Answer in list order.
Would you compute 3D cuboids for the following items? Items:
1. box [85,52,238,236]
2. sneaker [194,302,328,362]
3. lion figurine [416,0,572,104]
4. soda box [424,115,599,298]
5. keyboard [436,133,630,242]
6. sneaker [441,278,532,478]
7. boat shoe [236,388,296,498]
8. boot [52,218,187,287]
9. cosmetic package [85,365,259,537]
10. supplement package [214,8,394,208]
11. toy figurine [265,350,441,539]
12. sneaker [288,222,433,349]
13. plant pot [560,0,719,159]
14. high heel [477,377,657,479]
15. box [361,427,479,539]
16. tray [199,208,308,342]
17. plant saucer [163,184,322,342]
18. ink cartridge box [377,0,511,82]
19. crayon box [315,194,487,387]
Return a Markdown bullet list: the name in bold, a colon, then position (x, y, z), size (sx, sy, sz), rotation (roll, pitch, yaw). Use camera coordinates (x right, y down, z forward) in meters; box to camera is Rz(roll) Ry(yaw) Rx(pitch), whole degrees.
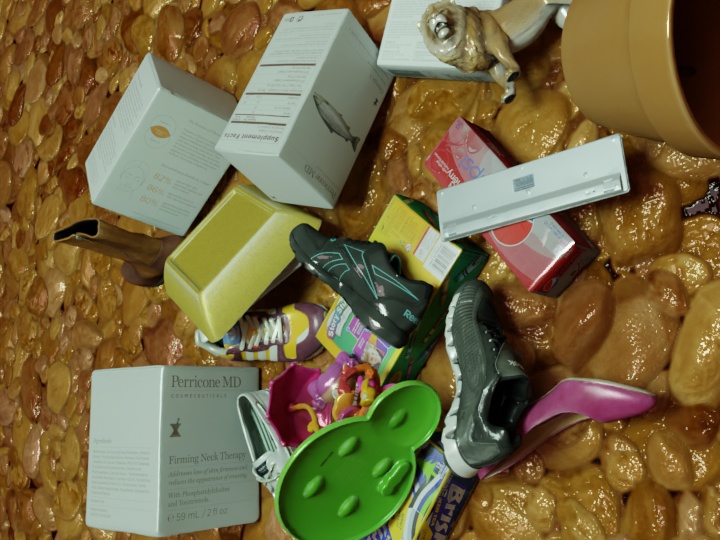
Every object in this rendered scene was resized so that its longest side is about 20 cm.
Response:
- **box**: position (-0.279, -0.176, 1.139), size (0.201, 0.151, 0.107), rotation (-51, 41, 21)
- **sneaker**: position (-0.127, 0.084, 1.018), size (0.198, 0.089, 0.076), rotation (-17, 73, 39)
- **lion figurine**: position (0.165, -0.255, 0.809), size (0.198, 0.073, 0.124), rotation (-26, 67, 0)
- **soda box**: position (0.152, -0.068, 0.822), size (0.070, 0.063, 0.201), rotation (-50, 56, 23)
- **keyboard**: position (0.161, -0.077, 0.771), size (0.198, 0.011, 0.057), rotation (-15, 67, 34)
- **sneaker**: position (0.129, 0.095, 0.768), size (0.090, 0.066, 0.203), rotation (-28, 46, 46)
- **boat shoe**: position (-0.108, 0.243, 0.991), size (0.074, 0.066, 0.202), rotation (-45, 57, 26)
- **boot**: position (-0.356, -0.022, 1.158), size (0.186, 0.198, 0.070), rotation (-3, 81, 40)
- **cosmetic package**: position (-0.246, 0.231, 1.046), size (0.165, 0.166, 0.204), rotation (-9, 78, 40)
- **supplement package**: position (-0.063, -0.193, 0.952), size (0.116, 0.117, 0.203), rotation (11, 71, 40)
- **toy figurine**: position (-0.028, 0.150, 0.839), size (0.201, 0.150, 0.184), rotation (-50, 34, 5)
- **sneaker**: position (0.000, 0.000, 0.870), size (0.200, 0.075, 0.080), rotation (41, 96, 31)
- **plant pot**: position (0.266, -0.195, 0.672), size (0.139, 0.198, 0.204), rotation (10, 90, 56)
- **high heel**: position (0.186, 0.154, 0.748), size (0.198, 0.067, 0.098), rotation (-9, 68, 44)
- **box**: position (0.054, 0.269, 0.846), size (0.064, 0.069, 0.202), rotation (35, 106, 39)
- **tray**: position (-0.140, -0.001, 1.020), size (0.199, 0.022, 0.108), rotation (-39, 35, 6)
- **plant saucer**: position (-0.168, -0.028, 1.016), size (0.200, 0.049, 0.199), rotation (-49, 35, -8)
- **ink cartridge box**: position (0.112, -0.323, 0.912), size (0.158, 0.047, 0.203), rotation (15, 90, 41)
- **crayon box**: position (0.042, 0.032, 0.902), size (0.119, 0.058, 0.202), rotation (42, 110, 37)
